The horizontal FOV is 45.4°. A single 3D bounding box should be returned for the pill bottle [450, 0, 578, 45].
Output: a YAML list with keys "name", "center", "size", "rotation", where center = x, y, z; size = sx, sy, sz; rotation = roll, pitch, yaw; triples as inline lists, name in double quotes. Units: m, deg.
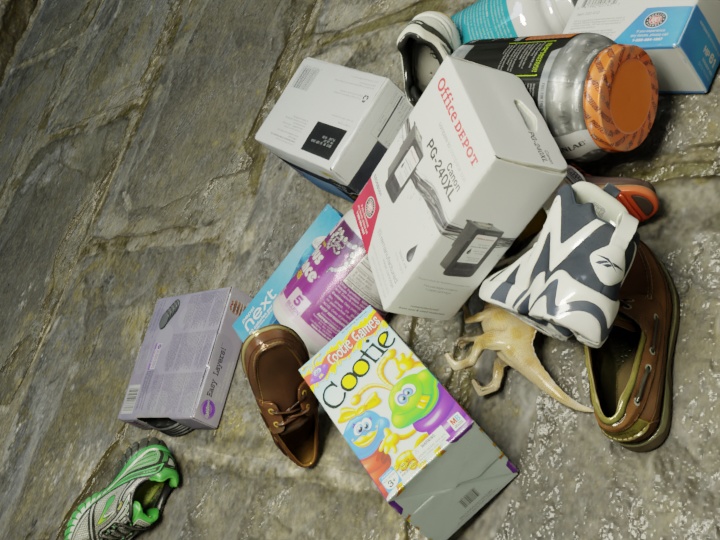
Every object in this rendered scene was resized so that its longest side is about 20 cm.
- name: "pill bottle"
  center: [0.165, -0.263, 0.991]
  size: [0.199, 0.111, 0.112]
  rotation: [-22, 50, 36]

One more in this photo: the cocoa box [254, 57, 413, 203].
- name: "cocoa box"
  center: [-0.013, -0.168, 1.095]
  size: [0.200, 0.131, 0.134]
  rotation: [29, 86, 51]

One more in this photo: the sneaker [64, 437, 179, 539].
- name: "sneaker"
  center: [-0.311, 0.316, 1.113]
  size: [0.201, 0.078, 0.085]
  rotation: [-55, 39, 0]

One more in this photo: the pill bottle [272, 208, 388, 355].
- name: "pill bottle"
  center: [0.000, 0.000, 0.980]
  size: [0.200, 0.112, 0.112]
  rotation: [-49, 39, 8]

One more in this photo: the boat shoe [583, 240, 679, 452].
- name: "boat shoe"
  center: [0.230, 0.049, 0.740]
  size: [0.072, 0.068, 0.201]
  rotation: [-22, 50, 36]

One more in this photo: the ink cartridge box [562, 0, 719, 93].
- name: "ink cartridge box"
  center: [0.310, -0.287, 0.877]
  size: [0.144, 0.084, 0.201]
  rotation: [14, 76, 49]

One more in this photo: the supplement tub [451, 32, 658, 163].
- name: "supplement tub"
  center: [0.183, -0.171, 0.856]
  size: [0.199, 0.122, 0.123]
  rotation: [15, 75, 50]

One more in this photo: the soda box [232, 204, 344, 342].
- name: "soda box"
  center: [-0.068, 0.022, 1.075]
  size: [0.200, 0.064, 0.068]
  rotation: [-52, 39, 7]

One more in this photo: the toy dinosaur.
- name: "toy dinosaur"
  center: [0.138, 0.072, 0.830]
  size: [0.101, 0.058, 0.201]
  rotation: [-39, 42, 18]

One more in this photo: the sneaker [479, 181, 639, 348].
- name: "sneaker"
  center: [0.176, -0.013, 0.736]
  size: [0.130, 0.079, 0.199]
  rotation: [-61, 3, -2]

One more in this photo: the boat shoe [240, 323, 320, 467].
- name: "boat shoe"
  center: [-0.075, 0.137, 0.918]
  size: [0.072, 0.201, 0.068]
  rotation: [-21, 46, -11]

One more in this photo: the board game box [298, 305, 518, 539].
- name: "board game box"
  center: [0.041, 0.144, 0.832]
  size: [0.105, 0.103, 0.200]
  rotation: [-42, 39, -1]

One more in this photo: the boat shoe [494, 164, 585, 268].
- name: "boat shoe"
  center: [0.138, -0.038, 0.842]
  size: [0.070, 0.071, 0.200]
  rotation: [-37, 4, -31]

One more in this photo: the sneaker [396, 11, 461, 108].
- name: "sneaker"
  center: [0.084, -0.180, 0.955]
  size: [0.075, 0.201, 0.088]
  rotation: [-11, 19, 31]

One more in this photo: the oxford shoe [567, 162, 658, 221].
- name: "oxford shoe"
  center: [0.207, -0.084, 0.858]
  size: [0.199, 0.071, 0.073]
  rotation: [5, 61, 47]

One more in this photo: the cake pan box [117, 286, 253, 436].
- name: "cake pan box"
  center: [-0.245, 0.127, 1.199]
  size: [0.183, 0.052, 0.201]
  rotation: [-13, 55, 43]

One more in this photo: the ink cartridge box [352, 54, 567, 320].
- name: "ink cartridge box"
  center: [0.083, -0.074, 0.801]
  size: [0.200, 0.083, 0.146]
  rotation: [-57, 36, 38]
